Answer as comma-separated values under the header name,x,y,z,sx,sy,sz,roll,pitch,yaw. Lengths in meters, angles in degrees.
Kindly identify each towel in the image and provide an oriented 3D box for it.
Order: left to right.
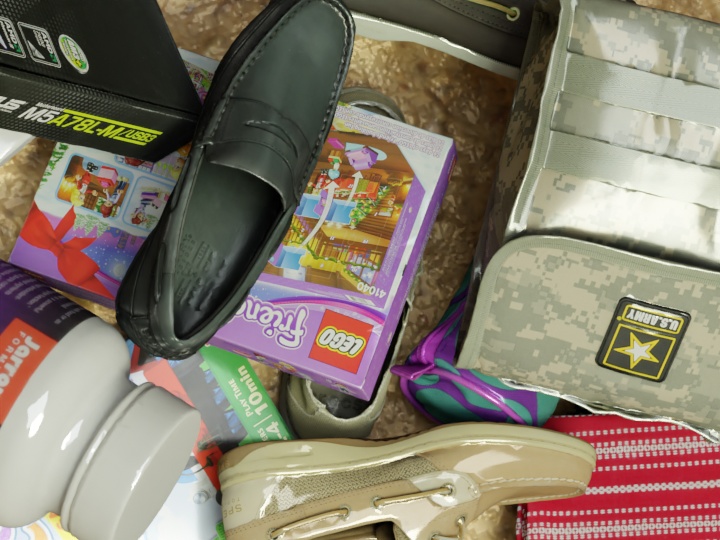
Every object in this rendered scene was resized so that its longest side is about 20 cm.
name,x,y,z,sx,sy,sz,roll,pitch,yaw
towel,0.150,0.168,1.097,0.143,0.023,0.202,-2,66,12

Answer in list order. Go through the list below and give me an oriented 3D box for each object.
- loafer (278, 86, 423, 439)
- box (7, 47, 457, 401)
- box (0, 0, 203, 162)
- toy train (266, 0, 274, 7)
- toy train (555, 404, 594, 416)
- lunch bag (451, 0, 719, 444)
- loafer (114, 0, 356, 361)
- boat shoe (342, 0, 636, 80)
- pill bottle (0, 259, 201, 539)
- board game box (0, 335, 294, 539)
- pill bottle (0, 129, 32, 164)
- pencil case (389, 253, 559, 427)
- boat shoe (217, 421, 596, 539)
name,x,y,z,sx,sy,sz,roll,pitch,yaw
loafer,0.000,0.000,1.124,0.075,0.068,0.202,5,86,-15
box,-0.065,-0.031,1.082,0.199,0.039,0.138,19,80,11
box,-0.169,-0.156,1.004,0.047,0.193,0.201,-31,73,23
toy train,0.006,-0.200,1.152,0.056,0.042,0.201,27,80,-2
toy train,0.145,0.050,1.182,0.046,0.034,0.202,23,81,-24
lunch bag,0.144,-0.023,1.038,0.163,0.118,0.202,13,92,-4
loafer,-0.053,-0.048,1.019,0.068,0.070,0.202,30,80,-22
boat shoe,0.063,-0.149,1.098,0.199,0.061,0.072,10,44,-17
pill bottle,-0.182,0.054,1.017,0.199,0.111,0.112,29,80,10
board game box,-0.128,0.127,1.099,0.199,0.037,0.152,-32,96,-14
pill bottle,-0.241,-0.132,1.041,0.114,0.114,0.200,-41,98,-14
pencil case,0.096,-0.007,1.134,0.092,0.085,0.201,38,70,-33
boat shoe,0.026,0.121,1.083,0.198,0.071,0.065,-4,69,-7
